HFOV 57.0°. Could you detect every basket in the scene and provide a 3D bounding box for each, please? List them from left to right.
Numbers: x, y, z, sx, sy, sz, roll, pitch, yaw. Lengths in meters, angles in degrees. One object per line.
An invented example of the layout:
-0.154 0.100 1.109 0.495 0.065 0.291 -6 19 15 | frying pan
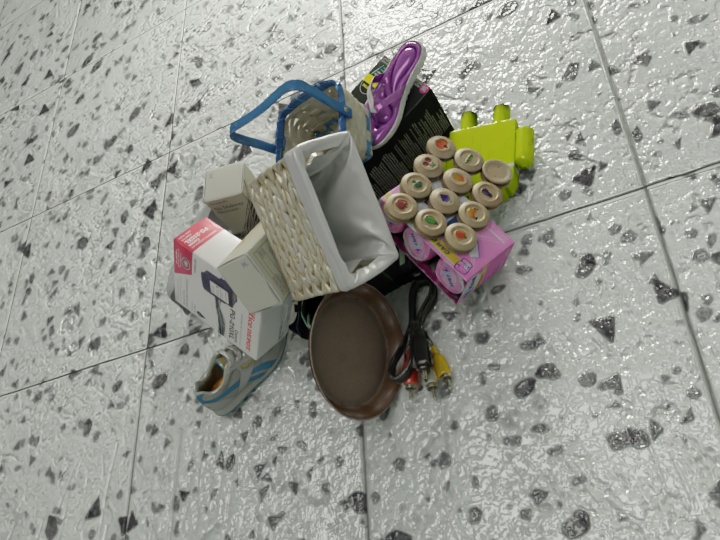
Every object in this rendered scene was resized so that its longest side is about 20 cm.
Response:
-0.083 -0.221 1.036 0.174 0.197 0.143 -19 63 43 | basket
-0.055 -0.073 0.944 0.122 0.135 0.204 -18 98 39 | basket

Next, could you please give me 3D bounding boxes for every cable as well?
0.089 0.107 1.038 0.095 0.051 0.204 -16 48 18 | cable

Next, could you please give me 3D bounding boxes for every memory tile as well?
0.137 -0.121 1.008 0.151 0.017 0.201 28 56 10 | memory tile

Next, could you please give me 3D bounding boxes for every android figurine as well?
0.204 -0.185 1.112 0.178 0.041 0.205 -4 62 30 | android figurine

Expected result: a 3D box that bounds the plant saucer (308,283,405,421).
-0.009 0.120 0.991 0.032 0.198 0.205 -12 58 43 | plant saucer

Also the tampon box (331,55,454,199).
0.039 -0.245 1.189 0.200 0.126 0.150 -46 51 2 | tampon box

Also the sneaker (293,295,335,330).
-0.049 0.121 1.032 0.072 0.118 0.206 -15 82 21 | sneaker

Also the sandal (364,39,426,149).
0.042 -0.300 1.101 0.081 0.050 0.207 17 78 36 | sandal

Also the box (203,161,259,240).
-0.204 -0.108 1.217 0.080 0.201 0.070 -11 60 16 | box

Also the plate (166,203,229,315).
-0.312 -0.026 1.260 0.032 0.200 0.204 22 76 0 | plate

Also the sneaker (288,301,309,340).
-0.068 0.021 1.153 0.076 0.070 0.205 8 71 26 | sneaker

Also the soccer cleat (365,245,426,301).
0.085 -0.015 1.063 0.199 0.068 0.081 -43 56 -14 | soccer cleat

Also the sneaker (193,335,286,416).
-0.206 0.159 1.159 0.076 0.081 0.201 31 78 39 | sneaker

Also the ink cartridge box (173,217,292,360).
-0.215 0.031 1.109 0.198 0.147 0.084 32 46 18 | ink cartridge box

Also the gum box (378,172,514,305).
0.122 -0.062 1.016 0.112 0.067 0.200 -33 66 -26 | gum box

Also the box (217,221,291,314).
-0.119 -0.037 1.013 0.077 0.096 0.201 -18 24 40 | box
